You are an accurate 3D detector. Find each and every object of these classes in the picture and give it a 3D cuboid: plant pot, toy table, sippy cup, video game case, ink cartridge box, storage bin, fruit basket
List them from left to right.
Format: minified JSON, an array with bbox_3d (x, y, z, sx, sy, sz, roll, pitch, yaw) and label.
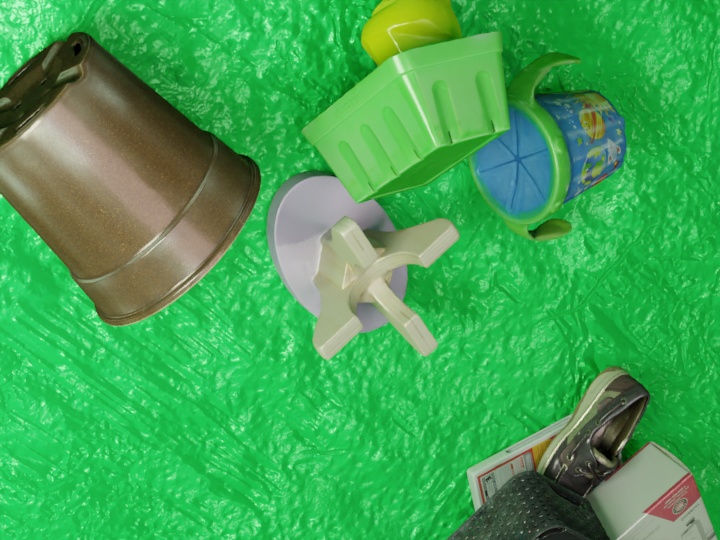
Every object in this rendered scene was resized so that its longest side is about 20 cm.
[{"bbox_3d":[-0.226,-0.091,1.530,0.200,0.200,0.198,-47,117,-7],"label":"plant pot"},{"bbox_3d":[0.000,0.000,1.737,0.184,0.117,0.200,-52,127,-3],"label":"toy table"},{"bbox_3d":[0.041,-0.191,1.660,0.155,0.215,0.216,-16,117,-33],"label":"fruit basket"},{"bbox_3d":[0.175,0.338,1.954,0.135,0.094,0.200,31,111,-36],"label":"storage bin"},{"bbox_3d":[0.221,0.249,2.031,0.200,0.017,0.143,-25,120,-21],"label":"video game case"},{"bbox_3d":[0.203,-0.129,1.808,0.130,0.140,0.178,-21,158,-35],"label":"sippy cup"},{"bbox_3d":[0.346,0.326,2.082,0.146,0.083,0.200,-39,131,-12],"label":"ink cartridge box"}]

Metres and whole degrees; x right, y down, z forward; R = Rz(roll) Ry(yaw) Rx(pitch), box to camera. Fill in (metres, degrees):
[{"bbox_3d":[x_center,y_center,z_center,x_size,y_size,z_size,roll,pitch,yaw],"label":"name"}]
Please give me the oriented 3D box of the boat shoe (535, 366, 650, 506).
[{"bbox_3d":[0.264,0.207,1.988,0.072,0.065,0.200,27,95,-39],"label":"boat shoe"}]
